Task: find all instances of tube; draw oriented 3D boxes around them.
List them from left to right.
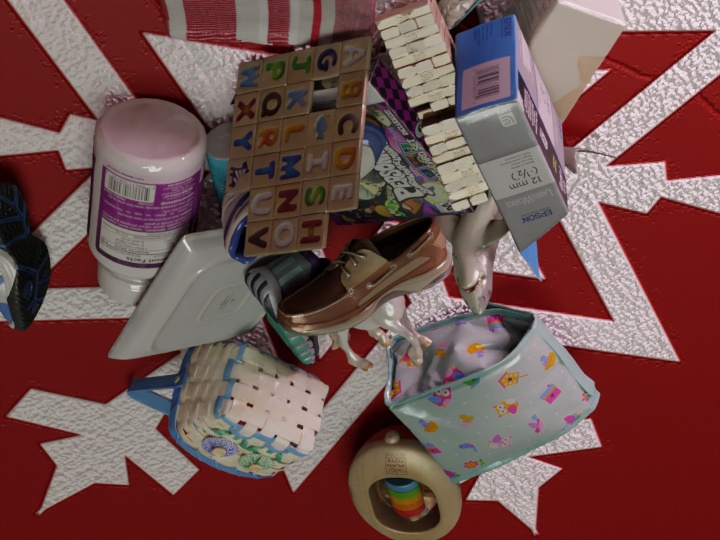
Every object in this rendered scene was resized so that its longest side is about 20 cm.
[{"bbox_3d":[-0.116,-0.068,1.786,0.077,0.050,0.200,-10,141,2],"label":"tube"}]

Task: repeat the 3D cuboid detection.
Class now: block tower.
[{"bbox_3d":[0.076,-0.159,1.607,0.054,0.058,0.200,-18,114,13],"label":"block tower"}]

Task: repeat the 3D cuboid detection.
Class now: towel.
[{"bbox_3d":[-0.086,-0.238,1.588,0.200,0.023,0.144,5,167,-1],"label":"towel"}]

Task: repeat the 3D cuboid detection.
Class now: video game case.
[{"bbox_3d":[-0.003,-0.122,1.704,0.181,0.036,0.200,-4,141,39],"label":"video game case"}]

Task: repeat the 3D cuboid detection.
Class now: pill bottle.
[{"bbox_3d":[-0.218,-0.064,1.734,0.112,0.112,0.200,4,132,-10],"label":"pill bottle"}]

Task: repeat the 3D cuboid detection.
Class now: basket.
[{"bbox_3d":[-0.148,0.155,1.935,0.176,0.139,0.200,27,159,-28],"label":"basket"}]

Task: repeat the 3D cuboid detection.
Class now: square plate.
[{"bbox_3d":[-0.144,0.022,1.802,0.198,0.028,0.200,-10,148,-43],"label":"square plate"}]

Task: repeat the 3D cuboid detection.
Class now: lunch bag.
[{"bbox_3d":[0.150,0.128,1.946,0.200,0.122,0.170,-23,130,21],"label":"lunch bag"}]

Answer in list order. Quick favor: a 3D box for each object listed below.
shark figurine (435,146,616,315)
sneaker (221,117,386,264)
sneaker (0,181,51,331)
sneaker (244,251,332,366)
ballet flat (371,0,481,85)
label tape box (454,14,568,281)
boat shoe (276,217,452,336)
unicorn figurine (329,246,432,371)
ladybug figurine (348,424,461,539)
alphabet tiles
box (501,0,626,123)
[{"bbox_3d":[0.160,-0.069,1.815,0.215,0.128,0.089,-53,145,14],"label":"shark figurine"},{"bbox_3d":[-0.052,-0.071,1.654,0.200,0.088,0.075,-33,127,31],"label":"sneaker"},{"bbox_3d":[-0.378,-0.019,1.796,0.077,0.076,0.200,9,135,16],"label":"sneaker"},{"bbox_3d":[-0.054,0.036,1.825,0.087,0.074,0.200,-37,157,-6],"label":"sneaker"},{"bbox_3d":[0.067,-0.245,1.637,0.072,0.072,0.200,26,124,-27],"label":"ballet flat"},{"bbox_3d":[0.150,-0.112,1.585,0.066,0.143,0.200,-19,125,18],"label":"label tape box"},{"bbox_3d":[0.000,0.000,1.740,0.200,0.076,0.072,-27,127,-24],"label":"boat shoe"},{"bbox_3d":[0.019,0.040,1.865,0.200,0.074,0.137,-21,120,29],"label":"unicorn figurine"},{"bbox_3d":[0.056,0.250,2.067,0.136,0.072,0.200,1,138,10],"label":"ladybug figurine"},{"bbox_3d":[-0.063,-0.113,1.619,0.167,0.200,0.008,-6,163,39],"label":"alphabet tiles"},{"bbox_3d":[0.168,-0.197,1.671,0.078,0.095,0.200,16,129,-20],"label":"box"}]
